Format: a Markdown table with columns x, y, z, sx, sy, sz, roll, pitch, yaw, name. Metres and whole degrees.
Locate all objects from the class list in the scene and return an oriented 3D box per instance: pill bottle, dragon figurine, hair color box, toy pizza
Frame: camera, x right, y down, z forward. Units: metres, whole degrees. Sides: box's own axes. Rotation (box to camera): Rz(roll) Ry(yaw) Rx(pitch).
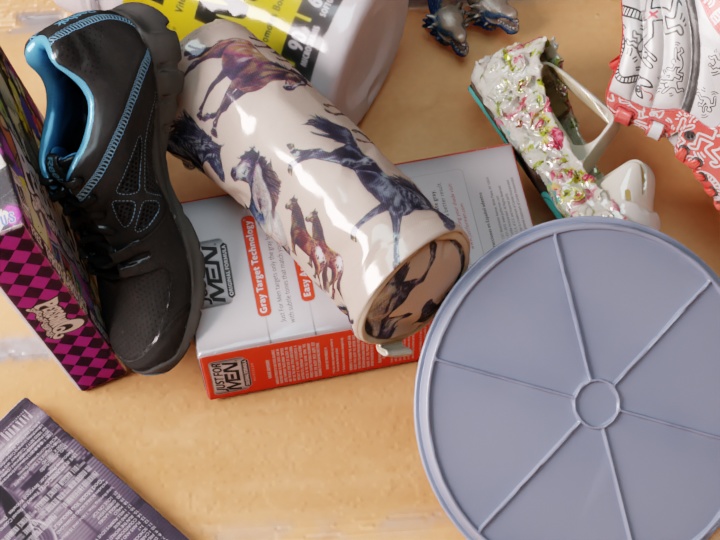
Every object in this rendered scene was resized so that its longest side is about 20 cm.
| x | y | z | sx | sy | sz | roll | pitch | yaw | name |
| --- | --- | --- | --- | --- | --- | --- | --- | --- | --- |
| -0.081 | -0.166 | 1.056 | 0.199 | 0.114 | 0.115 | 24 | 66 | 13 | pill bottle |
| 0.027 | -0.223 | 1.080 | 0.059 | 0.099 | 0.200 | -37 | 80 | -24 | dragon figurine |
| 0.000 | 0.000 | 0.999 | 0.199 | 0.061 | 0.102 | -10 | 63 | -4 | hair color box |
| 0.123 | 0.071 | 0.946 | 0.199 | 0.032 | 0.202 | 0 | 89 | -13 | toy pizza |

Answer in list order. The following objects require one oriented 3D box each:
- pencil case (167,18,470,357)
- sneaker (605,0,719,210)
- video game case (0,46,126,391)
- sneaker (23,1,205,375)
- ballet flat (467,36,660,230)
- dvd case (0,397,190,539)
| x | y | z | sx | sy | sz | roll | pitch | yaw | name |
| --- | --- | --- | --- | --- | --- | --- | --- | --- | --- |
| -0.030 | -0.044 | 0.947 | 0.078 | 0.090 | 0.200 | -23 | 59 | -43 | pencil case |
| 0.201 | -0.075 | 0.997 | 0.107 | 0.202 | 0.067 | -3 | 20 | 20 | sneaker |
| -0.190 | -0.051 | 0.951 | 0.036 | 0.200 | 0.182 | -21 | 64 | -2 | video game case |
| -0.137 | -0.039 | 0.932 | 0.073 | 0.201 | 0.082 | 2 | 13 | 40 | sneaker |
| 0.131 | -0.059 | 1.015 | 0.064 | 0.076 | 0.201 | -37 | 66 | 14 | ballet flat |
| -0.162 | 0.181 | 0.938 | 0.200 | 0.016 | 0.149 | 37 | 69 | 19 | dvd case |
